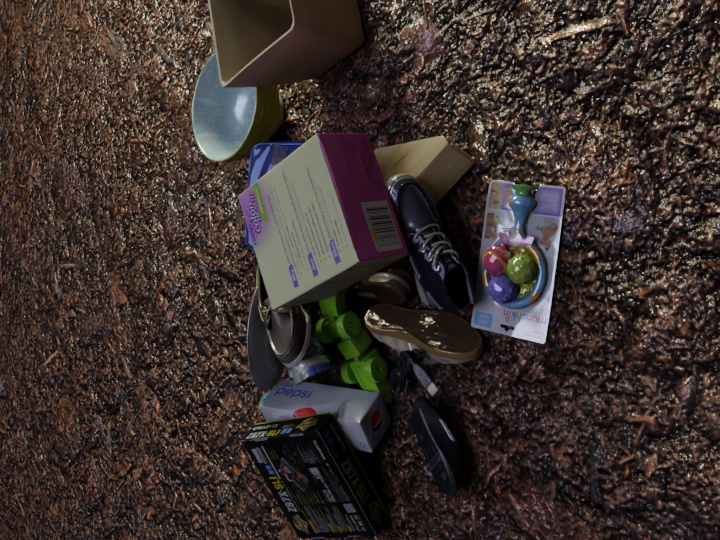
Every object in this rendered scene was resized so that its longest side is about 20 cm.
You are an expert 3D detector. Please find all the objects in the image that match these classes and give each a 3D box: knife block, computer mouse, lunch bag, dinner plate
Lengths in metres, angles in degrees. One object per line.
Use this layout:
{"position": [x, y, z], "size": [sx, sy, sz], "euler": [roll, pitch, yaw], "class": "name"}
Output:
{"position": [0.053, -0.089, 1.157], "size": [0.199, 0.064, 0.176], "euler": [-3, 68, 46], "class": "knife block"}
{"position": [0.105, 0.200, 1.114], "size": [0.141, 0.046, 0.201], "euler": [102, 146, -56], "class": "computer mouse"}
{"position": [-0.107, -0.104, 1.291], "size": [0.135, 0.132, 0.201], "euler": [4, 92, 29], "class": "lunch bag"}
{"position": [-0.137, 0.094, 1.315], "size": [0.024, 0.200, 0.201], "euler": [5, 93, 15], "class": "dinner plate"}

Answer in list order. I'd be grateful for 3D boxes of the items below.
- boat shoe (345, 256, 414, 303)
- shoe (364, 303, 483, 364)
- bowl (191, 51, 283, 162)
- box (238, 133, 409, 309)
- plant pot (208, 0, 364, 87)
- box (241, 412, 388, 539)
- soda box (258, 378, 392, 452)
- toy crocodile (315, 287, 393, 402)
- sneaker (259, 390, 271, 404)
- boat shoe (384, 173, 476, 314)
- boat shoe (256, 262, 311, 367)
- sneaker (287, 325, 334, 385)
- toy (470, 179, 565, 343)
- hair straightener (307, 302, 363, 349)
{"position": [0.003, 0.004, 1.244], "size": [0.202, 0.075, 0.075], "euler": [7, 60, 39], "class": "boat shoe"}
{"position": [0.093, 0.094, 1.158], "size": [0.199, 0.070, 0.054], "euler": [15, 143, 41], "class": "shoe"}
{"position": [-0.201, -0.286, 1.437], "size": [0.200, 0.107, 0.201], "euler": [-1, 88, 46], "class": "bowl"}
{"position": [-0.056, -0.064, 1.109], "size": [0.200, 0.096, 0.177], "euler": [-29, 76, 44], "class": "box"}
{"position": [-0.110, -0.408, 1.293], "size": [0.200, 0.176, 0.201], "euler": [-23, 72, 44], "class": "plant pot"}
{"position": [-0.069, 0.317, 1.234], "size": [0.159, 0.049, 0.201], "euler": [-15, 110, 37], "class": "box"}
{"position": [-0.056, 0.221, 1.252], "size": [0.199, 0.068, 0.064], "euler": [3, 127, 35], "class": "soda box"}
{"position": [-0.006, 0.114, 1.221], "size": [0.067, 0.062, 0.201], "euler": [-17, 107, 47], "class": "toy crocodile"}
{"position": [-0.110, 0.258, 1.342], "size": [0.200, 0.079, 0.078], "euler": [32, 112, 43], "class": "sneaker"}
{"position": [0.098, -0.034, 1.084], "size": [0.201, 0.074, 0.093], "euler": [66, 164, -18], "class": "boat shoe"}
{"position": [-0.119, 0.054, 1.192], "size": [0.072, 0.059, 0.201], "euler": [-34, 40, 22], "class": "boat shoe"}
{"position": [-0.087, 0.121, 1.274], "size": [0.200, 0.077, 0.086], "euler": [157, 91, -80], "class": "sneaker"}
{"position": [0.193, -0.015, 1.050], "size": [0.115, 0.047, 0.201], "euler": [12, 95, 42], "class": "toy"}
{"position": [-0.055, 0.067, 1.320], "size": [0.200, 0.041, 0.077], "euler": [44, 105, 32], "class": "hair straightener"}
